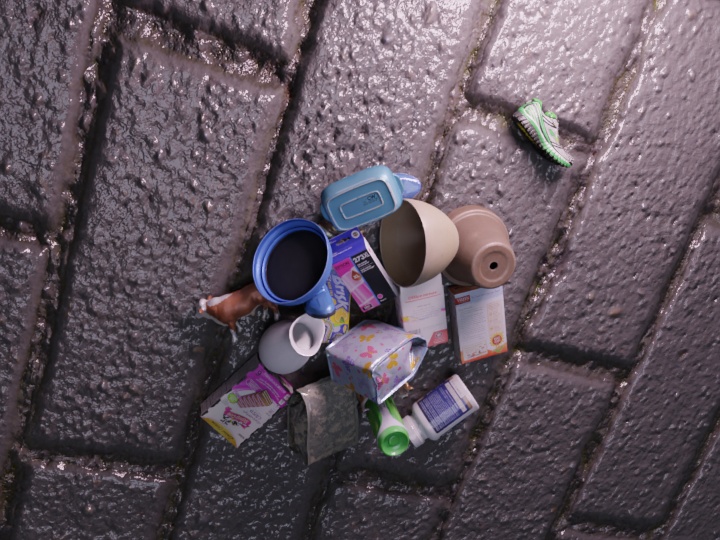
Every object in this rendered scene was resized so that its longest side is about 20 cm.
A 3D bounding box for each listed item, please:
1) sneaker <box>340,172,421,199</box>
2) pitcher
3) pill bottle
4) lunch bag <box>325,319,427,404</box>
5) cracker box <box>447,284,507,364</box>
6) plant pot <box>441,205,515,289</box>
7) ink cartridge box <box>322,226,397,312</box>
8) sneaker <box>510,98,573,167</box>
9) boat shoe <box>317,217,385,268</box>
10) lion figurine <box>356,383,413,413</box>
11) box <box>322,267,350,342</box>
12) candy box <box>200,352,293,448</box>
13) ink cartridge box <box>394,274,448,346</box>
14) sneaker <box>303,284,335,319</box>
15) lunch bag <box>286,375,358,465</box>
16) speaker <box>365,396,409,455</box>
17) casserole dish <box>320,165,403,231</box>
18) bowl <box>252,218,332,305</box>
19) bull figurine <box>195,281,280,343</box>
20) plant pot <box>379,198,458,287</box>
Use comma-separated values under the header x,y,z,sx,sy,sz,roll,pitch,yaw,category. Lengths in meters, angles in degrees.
x,y,z,sx,sy,sz,roll,pitch,yaw,category
0.049,-0.186,1.577,0.196,0.089,0.080,-5,96,-13,sneaker
-0.149,0.153,1.615,0.121,0.199,0.172,45,53,-8,pitcher
0.205,0.375,1.813,0.199,0.111,0.112,-36,114,0,pill bottle
0.045,0.206,1.642,0.199,0.168,0.129,-36,127,-35,lunch bag
0.304,0.128,1.778,0.132,0.058,0.203,-13,113,-10,cracker box
0.286,-0.039,1.651,0.196,0.175,0.204,-4,110,-11,plant pot
0.000,0.000,1.584,0.094,0.037,0.201,-24,118,16,ink cartridge box
0.453,-0.325,1.641,0.085,0.078,0.200,-45,113,4,sneaker
-0.010,-0.064,1.623,0.201,0.075,0.075,36,92,-22,boat shoe
0.055,0.270,1.716,0.197,0.124,0.073,-11,148,-27,lion figurine
-0.062,0.070,1.662,0.069,0.064,0.204,-1,109,-14,box
-0.281,0.323,1.700,0.200,0.061,0.137,-42,114,4,candy box
0.149,0.090,1.720,0.114,0.068,0.203,-12,113,-10,ink cartridge box
-0.108,0.038,1.565,0.065,0.201,0.080,-13,120,-13,sneaker
-0.095,0.353,1.707,0.162,0.117,0.204,-14,117,-36,lunch bag
0.061,0.375,1.727,0.087,0.200,0.090,-5,113,-12,speaker
0.002,-0.153,1.525,0.197,0.039,0.122,-21,119,13,casserole dish
-0.152,-0.017,1.550,0.201,0.201,0.039,-44,149,5,bowl
-0.287,0.092,1.615,0.197,0.065,0.123,-24,117,-2,bull figurine
0.150,-0.068,1.594,0.132,0.200,0.204,-7,112,-29,plant pot
